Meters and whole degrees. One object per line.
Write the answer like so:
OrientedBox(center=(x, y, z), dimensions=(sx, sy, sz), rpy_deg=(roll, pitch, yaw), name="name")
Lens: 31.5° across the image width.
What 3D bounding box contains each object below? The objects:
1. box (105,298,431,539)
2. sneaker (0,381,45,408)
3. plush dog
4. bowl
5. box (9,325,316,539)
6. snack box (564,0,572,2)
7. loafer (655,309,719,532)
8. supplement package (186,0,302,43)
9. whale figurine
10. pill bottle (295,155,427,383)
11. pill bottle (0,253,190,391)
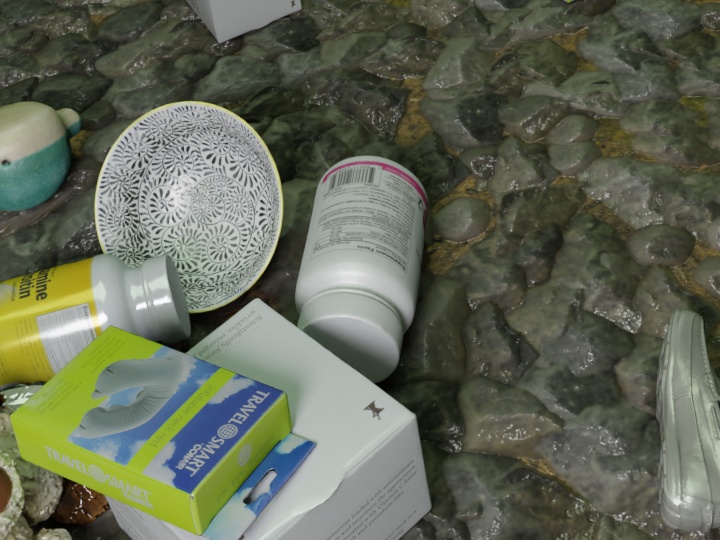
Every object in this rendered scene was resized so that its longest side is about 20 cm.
OrientedBox(center=(-0.081, 0.164, 1.028), dimensions=(0.198, 0.132, 0.199), rpy_deg=(-37, 50, -24), name="box")
OrientedBox(center=(-0.241, 0.133, 1.144), dimensions=(0.198, 0.074, 0.080), rpy_deg=(-19, 56, 1), name="sneaker")
OrientedBox(center=(-0.292, 0.191, 1.034), dimensions=(0.159, 0.201, 0.173), rpy_deg=(-20, 35, 22), name="plush dog")
OrientedBox(center=(-0.154, -0.061, 1.268), dimensions=(0.198, 0.094, 0.204), rpy_deg=(0, 91, 16), name="bowl")
OrientedBox(center=(-0.146, 0.119, 0.949), dimensions=(0.198, 0.048, 0.122), rpy_deg=(17, 42, 27), name="box")
OrientedBox(center=(0.254, -0.422, 1.587), dimensions=(0.141, 0.053, 0.200), rpy_deg=(-26, 46, -15), name="snack box")
OrientedBox(center=(0.278, 0.120, 1.043), dimensions=(0.069, 0.070, 0.202), rpy_deg=(3, 54, 8), name="loafer")
OrientedBox(center=(-0.174, -0.402, 1.610), dimensions=(0.120, 0.121, 0.200), rpy_deg=(-25, 46, -14), name="supplement package")
OrientedBox(center=(-0.382, -0.131, 1.424), dimensions=(0.157, 0.105, 0.200), rpy_deg=(-18, 21, -5), name="whale figurine")
OrientedBox(center=(0.000, 0.000, 1.184), dimensions=(0.112, 0.114, 0.202), rpy_deg=(-1, 46, 11), name="pill bottle")
OrientedBox(center=(-0.264, 0.049, 1.187), dimensions=(0.197, 0.113, 0.113), rpy_deg=(-15, 44, 0), name="pill bottle")
